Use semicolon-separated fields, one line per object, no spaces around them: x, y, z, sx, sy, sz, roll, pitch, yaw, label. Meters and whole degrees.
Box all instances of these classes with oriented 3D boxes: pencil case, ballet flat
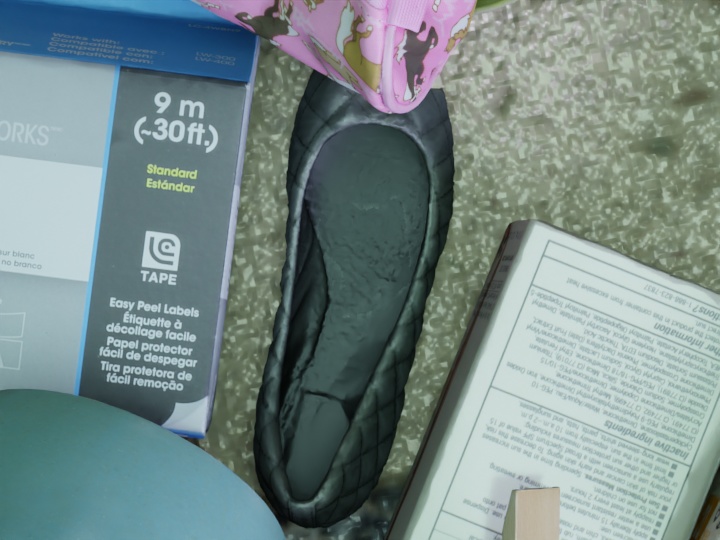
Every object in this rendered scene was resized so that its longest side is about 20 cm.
-0.050;-0.133;1.077;0.200;0.083;0.087;29;132;18;pencil case
0.000;0.000;1.116;0.066;0.057;0.201;7;89;-1;ballet flat

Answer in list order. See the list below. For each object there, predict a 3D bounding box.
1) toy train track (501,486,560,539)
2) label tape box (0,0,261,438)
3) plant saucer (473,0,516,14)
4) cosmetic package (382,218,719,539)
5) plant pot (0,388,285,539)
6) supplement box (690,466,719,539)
0.019;0.132;0.992;0.200;0.032;0.115;1;91;-45;toy train track
-0.116;-0.044;1.111;0.143;0.066;0.201;7;90;-1;label tape box
0.019;-0.193;1.080;0.200;0.031;0.201;13;117;26;plant saucer
0.068;0.090;1.100;0.103;0.087;0.200;23;88;-3;cosmetic package
-0.112;0.139;1.001;0.200;0.201;0.161;24;62;0;plant pot
0.196;0.043;1.084;0.073;0.126;0.200;32;89;1;supplement box
